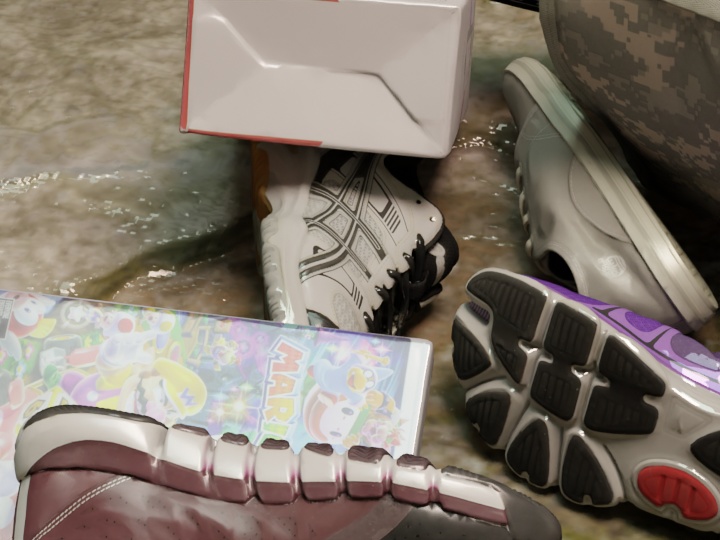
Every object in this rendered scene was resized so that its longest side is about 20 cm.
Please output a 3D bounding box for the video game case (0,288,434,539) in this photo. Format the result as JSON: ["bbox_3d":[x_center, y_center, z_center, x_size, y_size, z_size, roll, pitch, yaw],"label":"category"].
[{"bbox_3d":[-0.080,0.081,0.939,0.199,0.018,0.144,7,65,7],"label":"video game case"}]

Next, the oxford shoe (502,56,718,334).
[{"bbox_3d":[0.094,-0.030,1.106,0.058,0.075,0.200,-37,38,9],"label":"oxford shoe"}]

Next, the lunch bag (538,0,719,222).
[{"bbox_3d":[0.179,-0.083,1.052,0.163,0.200,0.118,27,83,30],"label":"lunch bag"}]

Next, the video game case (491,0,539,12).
[{"bbox_3d":[0.161,-0.152,1.143,0.199,0.181,0.026,11,70,-16],"label":"video game case"}]

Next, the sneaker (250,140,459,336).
[{"bbox_3d":[0.000,0.000,1.051,0.087,0.076,0.201,-2,38,-3],"label":"sneaker"}]

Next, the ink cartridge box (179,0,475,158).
[{"bbox_3d":[-0.009,-0.100,1.127,0.116,0.068,0.200,5,11,4],"label":"ink cartridge box"}]

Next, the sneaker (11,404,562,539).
[{"bbox_3d":[-0.033,0.119,0.878,0.199,0.076,0.116,7,75,13],"label":"sneaker"}]

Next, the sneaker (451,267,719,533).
[{"bbox_3d":[0.127,0.058,1.000,0.199,0.081,0.083,27,27,19],"label":"sneaker"}]
